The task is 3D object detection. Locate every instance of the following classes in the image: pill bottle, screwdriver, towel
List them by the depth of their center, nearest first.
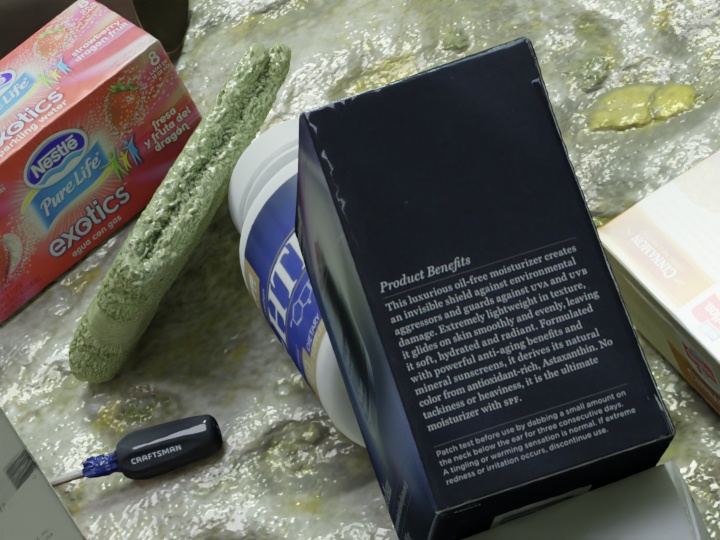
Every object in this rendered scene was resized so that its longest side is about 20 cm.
[{"bbox_3d":[0.000,0.000,1.606,0.119,0.120,0.200,-31,37,-4],"label":"pill bottle"},{"bbox_3d":[-0.173,0.117,1.648,0.199,0.029,0.028,-14,40,9],"label":"screwdriver"},{"bbox_3d":[-0.105,-0.035,1.715,0.036,0.149,0.201,31,55,-2],"label":"towel"}]

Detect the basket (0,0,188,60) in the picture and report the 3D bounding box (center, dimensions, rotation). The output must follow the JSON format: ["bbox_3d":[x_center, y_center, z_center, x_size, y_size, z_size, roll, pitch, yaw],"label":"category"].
[{"bbox_3d":[-0.227,-0.186,1.949,0.199,0.137,0.181,-8,37,18],"label":"basket"}]

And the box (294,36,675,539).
[{"bbox_3d":[0.051,0.025,1.389,0.122,0.200,0.200,-17,76,-7],"label":"box"}]

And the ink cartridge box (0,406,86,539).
[{"bbox_3d":[-0.238,0.138,1.529,0.146,0.201,0.083,-42,43,-18],"label":"ink cartridge box"}]

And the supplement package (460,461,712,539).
[{"bbox_3d":[0.082,0.196,1.339,0.199,0.117,0.118,-22,38,9],"label":"supplement package"}]

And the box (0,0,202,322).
[{"bbox_3d":[-0.206,-0.068,1.828,0.200,0.095,0.103,-39,38,-13],"label":"box"}]

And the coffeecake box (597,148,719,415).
[{"bbox_3d":[0.245,-0.014,1.509,0.199,0.073,0.154,-33,38,-6],"label":"coffeecake box"}]
